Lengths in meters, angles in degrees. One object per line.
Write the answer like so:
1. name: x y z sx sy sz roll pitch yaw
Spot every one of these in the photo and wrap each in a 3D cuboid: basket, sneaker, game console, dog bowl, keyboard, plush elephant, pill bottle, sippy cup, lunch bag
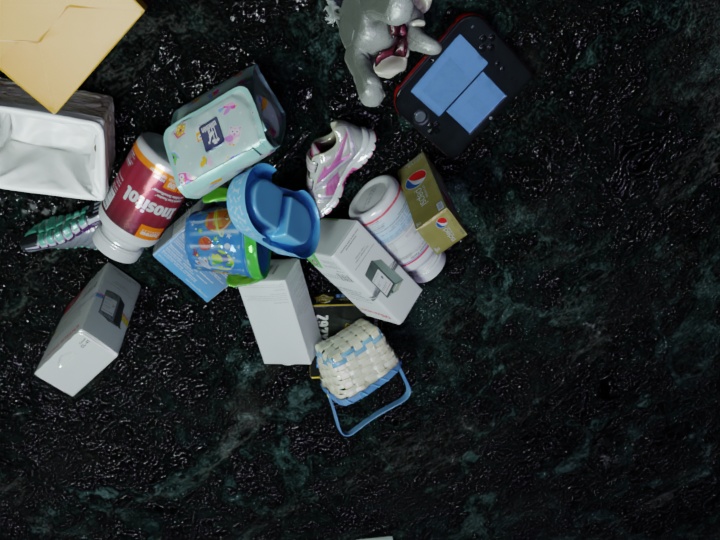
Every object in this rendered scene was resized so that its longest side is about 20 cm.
1. basket: 0.006 0.213 1.261 0.174 0.138 0.204 -27 108 -20
2. sneaker: -0.507 -0.057 1.123 0.195 0.075 0.089 -19 131 5
3. game console: 0.170 -0.308 1.054 0.175 0.031 0.200 34 115 -26
4. dog bowl: -0.137 -0.089 0.996 0.048 0.115 0.199 -5 159 31
5. keyboard: -0.086 -0.189 1.113 0.126 0.021 0.199 34 114 -33
6. plush elephant: 0.049 -0.357 0.937 0.151 0.201 0.168 -7 132 -30
7. pill bottle: -0.362 -0.116 1.040 0.112 0.114 0.201 29 110 -25
8. basket: -0.491 -0.209 0.983 0.194 0.125 0.138 7 125 -11
9. sippy cup: -0.225 -0.052 1.059 0.126 0.140 0.183 -2 100 3
10. lunch bag: -0.208 -0.210 0.970 0.167 0.202 0.123 -24 126 12
11. pill bottle: 0.075 -0.071 1.160 0.108 0.110 0.200 -33 123 17
12. sneaker: -0.062 -0.177 1.070 0.087 0.082 0.201 27 111 -29

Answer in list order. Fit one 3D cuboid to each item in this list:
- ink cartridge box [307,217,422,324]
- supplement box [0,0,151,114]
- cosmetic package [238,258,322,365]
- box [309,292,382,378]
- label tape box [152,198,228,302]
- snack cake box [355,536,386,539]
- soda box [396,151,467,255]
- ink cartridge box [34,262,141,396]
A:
1. ink cartridge box: 0.000 0.000 1.165 0.200 0.145 0.085 45 73 -28
2. supplement box: -0.383 -0.361 0.841 0.196 0.202 0.132 -37 122 19
3. cosmetic package: -0.156 0.084 1.229 0.110 0.082 0.204 0 123 19
4. box: -0.033 0.140 1.335 0.155 0.050 0.204 0 125 -5
5. label tape box: -0.263 -0.057 1.157 0.198 0.067 0.143 -37 122 11
6. snack cake box: 0.043 0.883 1.858 0.112 0.068 0.204 -4 125 -5
7. soda box: 0.119 -0.120 1.074 0.063 0.202 0.068 -34 124 17
8. ink cartridge box: -0.500 0.106 1.157 0.147 0.202 0.085 -38 122 20
